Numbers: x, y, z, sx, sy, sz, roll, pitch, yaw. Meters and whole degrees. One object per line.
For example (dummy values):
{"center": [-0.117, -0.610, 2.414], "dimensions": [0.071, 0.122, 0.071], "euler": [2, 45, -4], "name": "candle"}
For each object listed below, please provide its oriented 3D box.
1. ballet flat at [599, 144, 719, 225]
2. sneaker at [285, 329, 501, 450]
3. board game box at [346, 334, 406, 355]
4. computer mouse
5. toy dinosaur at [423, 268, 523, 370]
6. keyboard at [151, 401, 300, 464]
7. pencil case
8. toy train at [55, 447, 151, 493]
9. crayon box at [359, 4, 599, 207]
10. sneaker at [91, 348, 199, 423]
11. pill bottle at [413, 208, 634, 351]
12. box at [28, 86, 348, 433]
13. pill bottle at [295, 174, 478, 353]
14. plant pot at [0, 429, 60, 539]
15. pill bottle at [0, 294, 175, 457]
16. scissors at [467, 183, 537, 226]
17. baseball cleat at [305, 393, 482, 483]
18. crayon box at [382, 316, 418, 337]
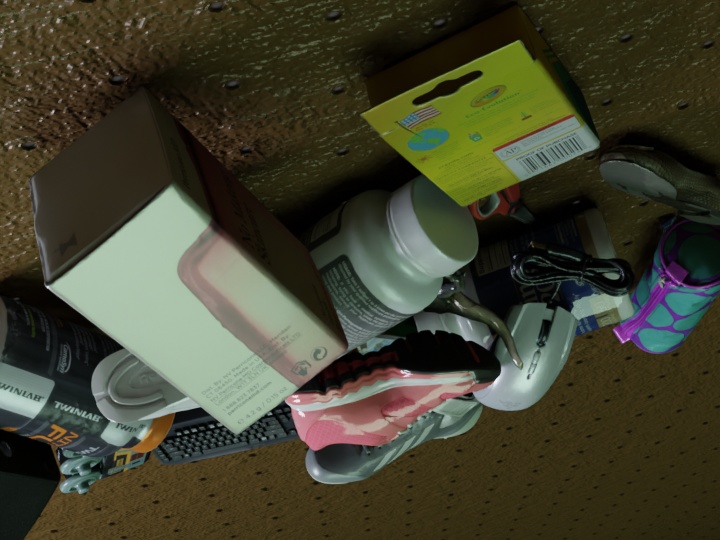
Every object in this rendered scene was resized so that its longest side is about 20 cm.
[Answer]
{"center": [0.284, -0.085, 1.185], "dimensions": [0.199, 0.047, 0.067], "euler": [17, 173, -43], "name": "ballet flat"}
{"center": [0.030, 0.114, 1.186], "dimensions": [0.198, 0.074, 0.087], "euler": [-9, 118, -1], "name": "sneaker"}
{"center": [-0.026, 0.128, 1.315], "dimensions": [0.200, 0.026, 0.199], "euler": [-38, 150, 30], "name": "board game box"}
{"center": [0.163, 0.065, 1.188], "dimensions": [0.109, 0.044, 0.201], "euler": [12, 125, -13], "name": "computer mouse"}
{"center": [0.069, 0.012, 1.176], "dimensions": [0.047, 0.199, 0.089], "euler": [-40, 142, -32], "name": "toy dinosaur"}
{"center": [-0.117, 0.134, 1.231], "dimensions": [0.198, 0.021, 0.127], "euler": [-14, 135, 10], "name": "keyboard"}
{"center": [0.335, 0.019, 1.390], "dimensions": [0.092, 0.085, 0.200], "euler": [-27, 159, -13], "name": "pencil case"}
{"center": [-0.270, 0.164, 1.364], "dimensions": [0.113, 0.086, 0.200], "euler": [-19, 158, -23], "name": "toy train"}
{"center": [0.089, -0.122, 0.961], "dimensions": [0.126, 0.051, 0.200], "euler": [-23, 157, 17], "name": "crayon box"}
{"center": [-0.117, 0.074, 1.063], "dimensions": [0.198, 0.077, 0.081], "euler": [-12, 169, 3], "name": "sneaker"}
{"center": [0.154, 0.024, 1.254], "dimensions": [0.199, 0.112, 0.111], "euler": [-20, 157, 11], "name": "pill bottle"}
{"center": [-0.117, -0.004, 0.898], "dimensions": [0.109, 0.128, 0.200], "euler": [-37, 130, 9], "name": "box"}
{"center": [0.000, 0.000, 1.106], "dimensions": [0.199, 0.111, 0.110], "euler": [-32, 152, 35], "name": "pill bottle"}
{"center": [-0.392, 0.169, 1.172], "dimensions": [0.177, 0.201, 0.199], "euler": [-36, 152, 14], "name": "plant pot"}
{"center": [-0.257, 0.100, 1.134], "dimensions": [0.106, 0.107, 0.199], "euler": [-30, 140, 32], "name": "pill bottle"}
{"center": [0.127, -0.055, 1.153], "dimensions": [0.073, 0.014, 0.200], "euler": [-47, 161, -8], "name": "scissors"}
{"center": [0.037, 0.146, 1.308], "dimensions": [0.199, 0.070, 0.107], "euler": [-22, 150, -23], "name": "baseball cleat"}
{"center": [0.071, 0.090, 1.420], "dimensions": [0.171, 0.059, 0.200], "euler": [-13, 156, -5], "name": "crayon box"}
